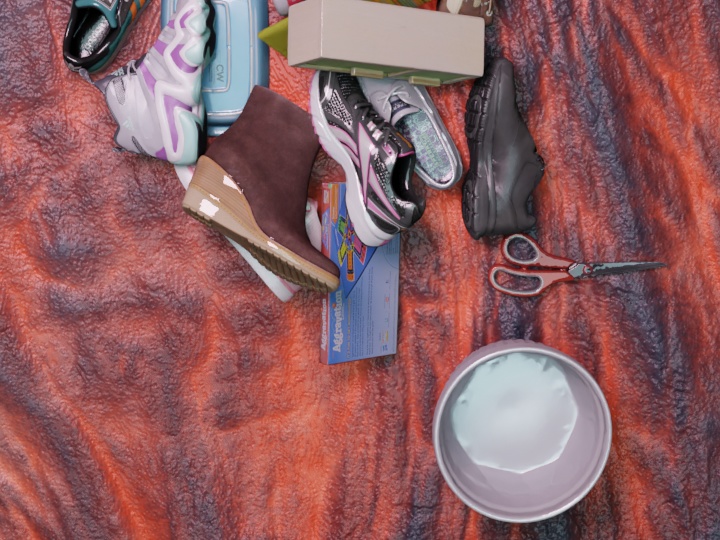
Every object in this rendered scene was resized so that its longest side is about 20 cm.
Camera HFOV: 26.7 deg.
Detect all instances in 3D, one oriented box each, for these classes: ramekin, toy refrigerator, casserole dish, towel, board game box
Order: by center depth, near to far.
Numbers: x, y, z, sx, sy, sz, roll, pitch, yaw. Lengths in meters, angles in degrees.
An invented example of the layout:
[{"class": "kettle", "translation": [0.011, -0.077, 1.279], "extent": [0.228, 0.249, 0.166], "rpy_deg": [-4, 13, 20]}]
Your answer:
[{"class": "toy refrigerator", "translation": [0.028, -0.236, 1.588], "extent": [0.198, 0.076, 0.071], "rpy_deg": [2, 88, -31]}, {"class": "towel", "translation": [-0.007, -0.280, 1.616], "extent": [0.199, 0.086, 0.018], "rpy_deg": [-22, 67, 20]}, {"class": "casserole dish", "translation": [-0.161, -0.246, 1.666], "extent": [0.120, 0.039, 0.202], "rpy_deg": [0, 101, 1]}, {"class": "board game box", "translation": [0.000, 0.000, 1.692], "extent": [0.102, 0.019, 0.202], "rpy_deg": [-7, 103, -39]}, {"class": "ramekin", "translation": [0.177, 0.172, 1.710], "extent": [0.198, 0.105, 0.202], "rpy_deg": [0, 100, -1]}]

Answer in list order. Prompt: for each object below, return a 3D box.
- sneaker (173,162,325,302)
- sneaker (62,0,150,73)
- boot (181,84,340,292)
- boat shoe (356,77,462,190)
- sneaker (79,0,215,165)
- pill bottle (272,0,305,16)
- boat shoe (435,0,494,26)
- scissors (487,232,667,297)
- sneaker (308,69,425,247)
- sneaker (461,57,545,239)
[{"class": "sneaker", "translation": [-0.111, -0.070, 1.681], "extent": [0.104, 0.075, 0.200], "rpy_deg": [-40, 101, 4]}, {"class": "sneaker", "translation": [-0.261, -0.301, 1.632], "extent": [0.071, 0.080, 0.201], "rpy_deg": [26, 99, -3]}, {"class": "boot", "translation": [-0.073, -0.088, 1.615], "extent": [0.199, 0.072, 0.167], "rpy_deg": [33, 73, 3]}, {"class": "boat shoe", "translation": [0.045, -0.174, 1.663], "extent": [0.072, 0.069, 0.201], "rpy_deg": [-27, 96, 5]}, {"class": "sneaker", "translation": [-0.230, -0.217, 1.614], "extent": [0.138, 0.078, 0.202], "rpy_deg": [6, 95, 4]}, {"class": "pill bottle", "translation": [-0.010, -0.355, 1.606], "extent": [0.198, 0.120, 0.121], "rpy_deg": [-18, 100, 3]}, {"class": "boat shoe", "translation": [0.146, -0.360, 1.635], "extent": [0.074, 0.075, 0.204], "rpy_deg": [17, 111, -6]}, {"class": "scissors", "translation": [0.245, 0.005, 1.729], "extent": [0.198, 0.014, 0.074], "rpy_deg": [11, 97, -3]}, {"class": "sneaker", "translation": [0.018, -0.133, 1.623], "extent": [0.086, 0.080, 0.202], "rpy_deg": [-20, 93, 36]}, {"class": "sneaker", "translation": [0.161, -0.135, 1.680], "extent": [0.090, 0.076, 0.202], "rpy_deg": [-1, 107, -10]}]
